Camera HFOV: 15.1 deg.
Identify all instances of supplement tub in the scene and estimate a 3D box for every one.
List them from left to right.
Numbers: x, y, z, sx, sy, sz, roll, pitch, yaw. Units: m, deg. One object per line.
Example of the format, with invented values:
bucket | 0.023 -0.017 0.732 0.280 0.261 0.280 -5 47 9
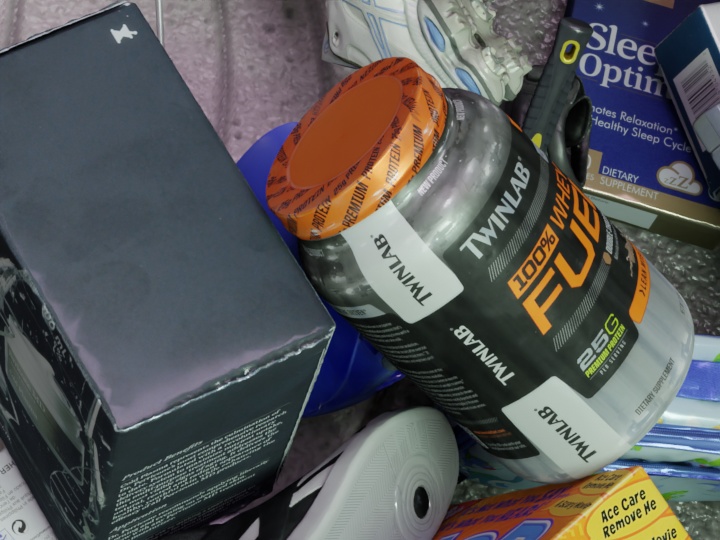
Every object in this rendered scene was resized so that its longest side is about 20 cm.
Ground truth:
supplement tub | 0.056 -0.001 1.284 0.200 0.122 0.123 43 57 -27

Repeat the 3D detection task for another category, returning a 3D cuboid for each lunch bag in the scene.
lunch bag | 0.143 0.075 1.459 0.200 0.161 0.083 7 76 -12

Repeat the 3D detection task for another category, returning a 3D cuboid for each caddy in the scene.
caddy | 0.000 0.000 1.420 0.141 0.200 0.105 -20 61 -24

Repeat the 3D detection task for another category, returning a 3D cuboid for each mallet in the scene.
mallet | 0.096 -0.044 1.508 0.066 0.200 0.041 22 24 -11

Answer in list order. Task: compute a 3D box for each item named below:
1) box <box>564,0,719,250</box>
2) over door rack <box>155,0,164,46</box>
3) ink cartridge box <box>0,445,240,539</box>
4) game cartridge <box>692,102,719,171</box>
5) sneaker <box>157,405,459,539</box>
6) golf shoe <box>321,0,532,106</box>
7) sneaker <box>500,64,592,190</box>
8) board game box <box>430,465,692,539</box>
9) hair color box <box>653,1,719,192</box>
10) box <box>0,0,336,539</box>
box | 0.177 -0.119 1.642 0.121 0.032 0.200 16 60 -5
over door rack | -0.045 -0.095 1.527 0.147 0.067 0.201 -4 86 -16
ink cartridge box | -0.119 0.173 1.400 0.136 0.076 0.200 -36 74 -26
game cartridge | 0.289 -0.063 1.533 0.200 0.038 0.130 -24 75 -40
sneaker | -0.039 0.129 1.355 0.200 0.112 0.073 -43 121 -49
golf shoe | 0.002 -0.157 1.483 0.200 0.097 0.078 61 27 11
sneaker | 0.082 -0.116 1.576 0.099 0.071 0.200 -14 70 15
board game box | 0.074 0.241 1.310 0.200 0.200 0.200 -38 97 -26
hair color box | 0.284 -0.115 1.623 0.200 0.061 0.100 -11 72 -30
box | -0.123 0.013 1.327 0.124 0.197 0.200 -25 70 -23
